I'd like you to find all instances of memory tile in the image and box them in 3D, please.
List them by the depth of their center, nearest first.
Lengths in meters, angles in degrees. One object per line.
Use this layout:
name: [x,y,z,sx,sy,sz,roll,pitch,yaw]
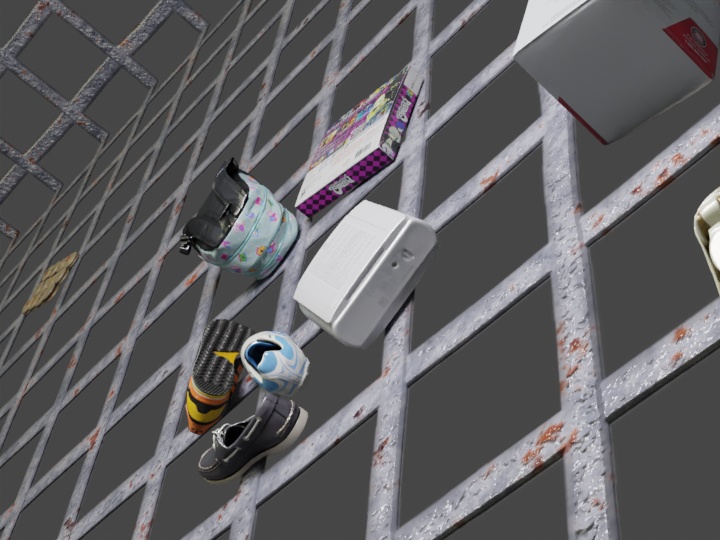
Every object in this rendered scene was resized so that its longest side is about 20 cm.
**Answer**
memory tile: [-0.761,0.032,3.256,0.199,0.017,0.154,-22,36,53]

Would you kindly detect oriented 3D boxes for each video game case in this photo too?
video game case: [-0.003,-0.187,1.942,0.199,0.036,0.182,-33,28,42]

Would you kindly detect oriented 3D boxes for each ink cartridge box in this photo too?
ink cartridge box: [0.264,-0.264,1.333,0.144,0.145,0.201,-32,27,43]

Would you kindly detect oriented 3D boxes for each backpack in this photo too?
backpack: [-0.178,-0.069,2.000,0.168,0.126,0.200,-64,21,1]

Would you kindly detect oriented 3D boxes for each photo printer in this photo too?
photo printer: [0.000,0.000,1.576,0.167,0.069,0.200,-54,20,-4]

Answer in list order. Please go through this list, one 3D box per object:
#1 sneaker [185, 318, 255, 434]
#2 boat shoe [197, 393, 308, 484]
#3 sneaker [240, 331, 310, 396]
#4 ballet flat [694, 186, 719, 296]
sneaker: [-0.195,0.140,1.771,0.201,0.069,0.091,-74,5,-64]
boat shoe: [-0.141,0.193,1.570,0.199,0.063,0.073,-32,28,44]
sneaker: [-0.117,0.104,1.657,0.072,0.072,0.200,-55,19,-5]
ballet flat: [0.286,-0.026,1.009,0.067,0.062,0.201,-43,22,22]
